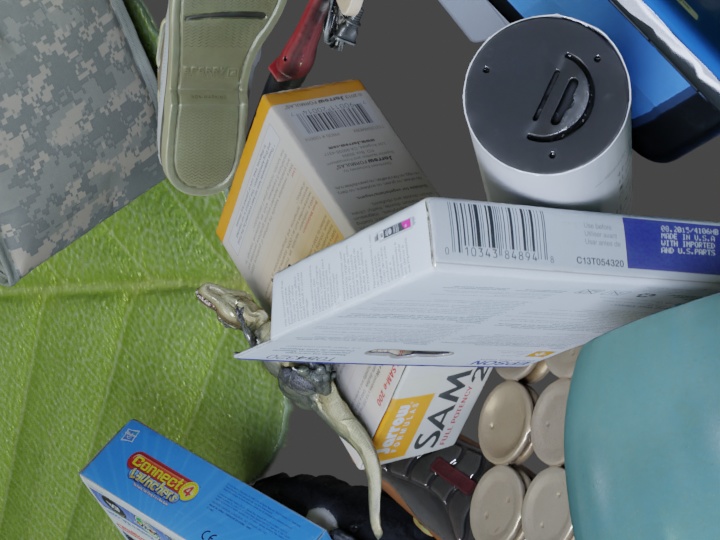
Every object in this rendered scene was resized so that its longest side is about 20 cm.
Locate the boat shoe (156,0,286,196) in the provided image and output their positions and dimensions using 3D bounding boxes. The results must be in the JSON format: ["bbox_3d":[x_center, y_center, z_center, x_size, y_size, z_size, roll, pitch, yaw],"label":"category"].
[{"bbox_3d":[-0.094,-0.151,1.409,0.068,0.075,0.200,-126,48,-60],"label":"boat shoe"}]

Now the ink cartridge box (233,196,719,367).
[{"bbox_3d":[0.063,0.010,1.170,0.200,0.196,0.043,-22,69,55],"label":"ink cartridge box"}]

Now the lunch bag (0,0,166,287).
[{"bbox_3d":[-0.229,-0.119,1.487,0.118,0.164,0.200,22,138,41],"label":"lunch bag"}]

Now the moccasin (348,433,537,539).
[{"bbox_3d":[0.073,0.150,1.376,0.201,0.074,0.078,25,167,44],"label":"moccasin"}]

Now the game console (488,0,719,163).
[{"bbox_3d":[0.111,-0.122,1.106,0.200,0.171,0.118,44,117,-8],"label":"game console"}]

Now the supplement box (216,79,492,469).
[{"bbox_3d":[0.000,0.000,1.355,0.200,0.073,0.126,58,143,30],"label":"supplement box"}]

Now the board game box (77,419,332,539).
[{"bbox_3d":[-0.071,0.211,1.528,0.200,0.056,0.196,25,154,40],"label":"board game box"}]

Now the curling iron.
[{"bbox_3d":[-0.042,-0.122,1.397,0.200,0.026,0.050,130,146,-54],"label":"curling iron"}]

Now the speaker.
[{"bbox_3d":[0.098,-0.061,1.143,0.081,0.081,0.200,55,179,14],"label":"speaker"}]

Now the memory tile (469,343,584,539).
[{"bbox_3d":[0.113,0.110,1.263,0.153,0.017,0.200,-9,70,56],"label":"memory tile"}]

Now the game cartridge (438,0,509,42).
[{"bbox_3d":[0.081,-0.204,1.186,0.133,0.040,0.200,48,146,0],"label":"game cartridge"}]

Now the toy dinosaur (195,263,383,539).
[{"bbox_3d":[-0.032,0.055,1.312,0.200,0.047,0.088,53,156,34],"label":"toy dinosaur"}]

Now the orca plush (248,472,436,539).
[{"bbox_3d":[0.009,0.157,1.486,0.105,0.071,0.200,35,170,-38],"label":"orca plush"}]

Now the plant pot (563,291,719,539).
[{"bbox_3d":[0.190,0.094,1.116,0.201,0.200,0.161,-30,75,52],"label":"plant pot"}]

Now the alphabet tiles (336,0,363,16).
[{"bbox_3d":[0.014,-0.240,1.180,0.200,0.015,0.196,-109,32,-55],"label":"alphabet tiles"}]
